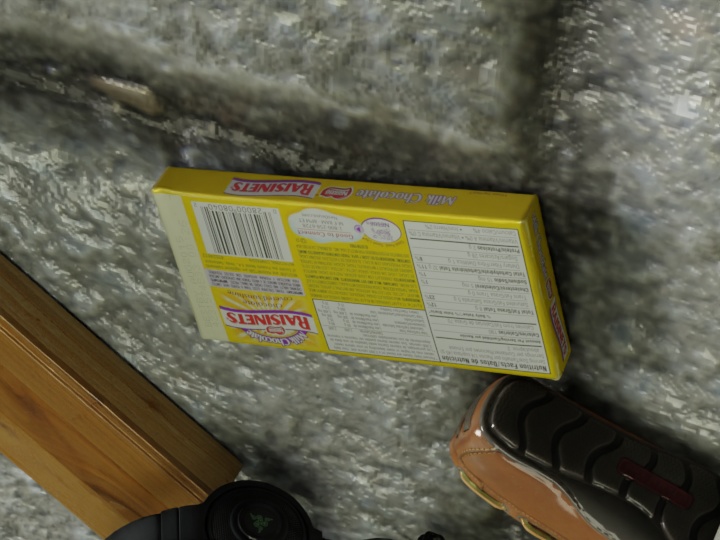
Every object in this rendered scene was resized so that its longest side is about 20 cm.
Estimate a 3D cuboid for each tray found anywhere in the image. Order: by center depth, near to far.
[{"bbox_3d":[-0.172,0.073,1.335,0.200,0.037,0.099,42,137,-14],"label":"tray"}]

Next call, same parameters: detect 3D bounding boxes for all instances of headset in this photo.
[{"bbox_3d":[-0.049,0.177,1.307,0.200,0.094,0.124,-12,141,8],"label":"headset"}]

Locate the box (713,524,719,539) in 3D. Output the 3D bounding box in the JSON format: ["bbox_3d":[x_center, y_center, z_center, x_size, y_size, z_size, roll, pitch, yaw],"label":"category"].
[{"bbox_3d":[0.272,0.132,1.111,0.200,0.078,0.095,25,143,5],"label":"box"}]

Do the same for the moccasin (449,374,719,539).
[{"bbox_3d":[0.134,0.130,1.195,0.201,0.074,0.078,27,147,-1],"label":"moccasin"}]

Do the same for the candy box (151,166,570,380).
[{"bbox_3d":[0.000,0.000,1.176,0.200,0.026,0.102,6,135,24],"label":"candy box"}]
